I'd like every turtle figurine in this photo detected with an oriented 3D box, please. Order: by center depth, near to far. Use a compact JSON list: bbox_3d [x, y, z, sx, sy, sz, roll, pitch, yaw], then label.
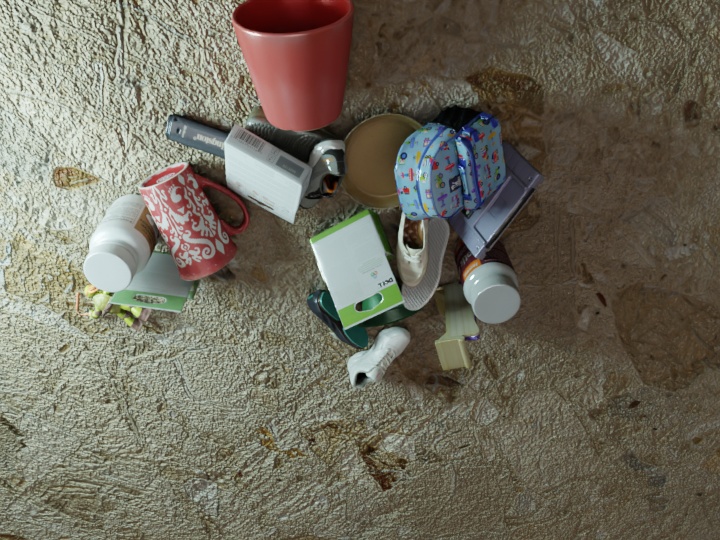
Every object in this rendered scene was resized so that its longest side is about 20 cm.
[{"bbox_3d":[-0.549,0.067,1.318,0.160,0.065,0.201,31,118,-20],"label":"turtle figurine"}]

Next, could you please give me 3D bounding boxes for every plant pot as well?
[{"bbox_3d":[-0.105,-0.350,0.993,0.195,0.203,0.180,-2,134,0],"label":"plant pot"},{"bbox_3d":[0.049,-0.216,1.161,0.195,0.028,0.204,-5,126,-7],"label":"plant pot"}]

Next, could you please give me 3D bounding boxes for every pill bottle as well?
[{"bbox_3d":[-0.465,-0.054,1.159,0.111,0.202,0.116,-1,125,-1],"label":"pill bottle"},{"bbox_3d":[0.262,0.009,1.222,0.111,0.202,0.116,-1,124,-1],"label":"pill bottle"}]

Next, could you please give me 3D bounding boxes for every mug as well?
[{"bbox_3d":[-0.336,-0.114,1.192,0.131,0.178,0.203,5,129,41],"label":"mug"}]

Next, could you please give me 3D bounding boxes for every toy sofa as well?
[{"bbox_3d":[0.215,0.116,1.293,0.095,0.202,0.084,-11,124,12],"label":"toy sofa"}]

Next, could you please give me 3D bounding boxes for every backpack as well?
[{"bbox_3d":[0.159,-0.183,1.082,0.133,0.199,0.186,21,136,41],"label":"backpack"}]

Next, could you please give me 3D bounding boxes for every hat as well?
[{"bbox_3d":[0.040,0.019,1.331,0.163,0.180,0.199,-22,164,20],"label":"hat"}]

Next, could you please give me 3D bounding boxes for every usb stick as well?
[{"bbox_3d":[-0.276,-0.248,1.137,0.196,0.033,0.056,18,122,-12],"label":"usb stick"}]

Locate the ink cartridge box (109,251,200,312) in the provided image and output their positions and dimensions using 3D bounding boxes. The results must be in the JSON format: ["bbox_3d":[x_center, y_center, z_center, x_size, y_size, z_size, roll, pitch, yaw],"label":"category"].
[{"bbox_3d":[-0.416,0.033,1.218,0.142,0.202,0.049,8,124,-6],"label":"ink cartridge box"}]

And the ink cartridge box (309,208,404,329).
[{"bbox_3d":[0.000,0.000,1.216,0.145,0.076,0.204,-25,80,15],"label":"ink cartridge box"}]

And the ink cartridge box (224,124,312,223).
[{"bbox_3d":[-0.179,-0.176,1.124,0.158,0.048,0.200,28,161,-2],"label":"ink cartridge box"}]

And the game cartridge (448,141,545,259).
[{"bbox_3d":[0.261,-0.140,1.164,0.038,0.130,0.202,12,123,-40],"label":"game cartridge"}]

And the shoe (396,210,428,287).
[{"bbox_3d":[0.103,-0.067,1.177,0.068,0.053,0.205,6,98,19],"label":"shoe"}]

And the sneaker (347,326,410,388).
[{"bbox_3d":[0.049,0.220,1.416,0.077,0.100,0.200,35,116,-23],"label":"sneaker"}]

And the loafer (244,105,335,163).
[{"bbox_3d":[-0.122,-0.263,1.109,0.197,0.071,0.075,15,142,-32],"label":"loafer"}]

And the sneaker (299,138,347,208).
[{"bbox_3d":[-0.080,-0.168,1.132,0.072,0.081,0.200,-8,160,-27],"label":"sneaker"}]

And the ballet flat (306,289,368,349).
[{"bbox_3d":[-0.057,0.116,1.371,0.072,0.074,0.200,-30,126,17],"label":"ballet flat"}]

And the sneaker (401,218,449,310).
[{"bbox_3d":[0.143,-0.013,1.245,0.073,0.082,0.204,23,95,7],"label":"sneaker"}]
